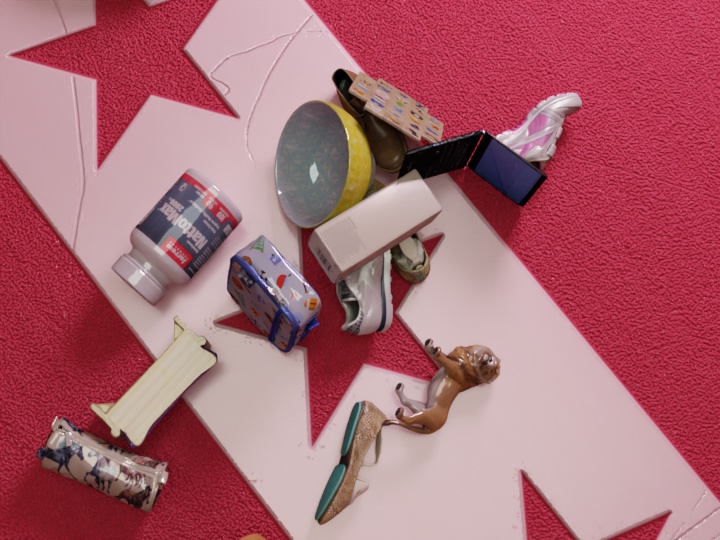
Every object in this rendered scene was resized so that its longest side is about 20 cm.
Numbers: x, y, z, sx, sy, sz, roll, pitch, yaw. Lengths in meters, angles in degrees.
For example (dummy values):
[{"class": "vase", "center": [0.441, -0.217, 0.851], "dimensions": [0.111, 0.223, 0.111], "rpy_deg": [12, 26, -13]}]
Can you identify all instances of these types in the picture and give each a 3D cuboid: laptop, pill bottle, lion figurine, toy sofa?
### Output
[{"class": "laptop", "center": [0.169, -0.143, 1.577], "dimensions": [0.197, 0.177, 0.105], "rpy_deg": [-16, 79, -7]}, {"class": "pill bottle", "center": [-0.290, -0.049, 1.564], "dimensions": [0.119, 0.120, 0.201], "rpy_deg": [39, 80, 5]}, {"class": "lion figurine", "center": [0.129, 0.190, 1.565], "dimensions": [0.122, 0.072, 0.201], "rpy_deg": [39, 86, -23]}, {"class": "toy sofa", "center": [-0.311, 0.175, 1.538], "dimensions": [0.097, 0.083, 0.200], "rpy_deg": [41, 79, 4]}]

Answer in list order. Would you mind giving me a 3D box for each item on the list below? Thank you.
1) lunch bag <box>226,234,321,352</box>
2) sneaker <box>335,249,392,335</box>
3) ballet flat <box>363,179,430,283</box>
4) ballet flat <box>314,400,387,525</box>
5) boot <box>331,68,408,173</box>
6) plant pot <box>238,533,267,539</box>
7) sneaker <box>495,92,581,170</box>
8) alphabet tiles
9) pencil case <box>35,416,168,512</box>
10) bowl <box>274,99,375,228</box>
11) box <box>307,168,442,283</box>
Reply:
[{"class": "lunch bag", "center": [-0.131, 0.042, 1.514], "dimensions": [0.075, 0.200, 0.161], "rpy_deg": [-39, 82, -18]}, {"class": "sneaker", "center": [0.000, 0.000, 1.578], "dimensions": [0.079, 0.076, 0.203], "rpy_deg": [-1, 78, -29]}, {"class": "ballet flat", "center": [0.052, -0.072, 1.614], "dimensions": [0.070, 0.071, 0.202], "rpy_deg": [-30, 82, -8]}, {"class": "ballet flat", "center": [-0.008, 0.304, 1.540], "dimensions": [0.065, 0.070, 0.203], "rpy_deg": [23, 82, -13]}, {"class": "boot", "center": [0.009, -0.244, 1.618], "dimensions": [0.073, 0.075, 0.201], "rpy_deg": [-35, 69, 13]}, {"class": "plant pot", "center": [-0.158, 0.482, 1.443], "dimensions": [0.200, 0.201, 0.140], "rpy_deg": [-41, 67, -10]}, {"class": "sneaker", "center": [0.293, -0.215, 1.653], "dimensions": [0.199, 0.081, 0.089], "rpy_deg": [-38, 84, -1]}, {"class": "alphabet tiles", "center": [0.060, -0.259, 1.593], "dimensions": [0.165, 0.200, 0.006], "rpy_deg": [31, 113, -6]}, {"class": "pencil case", "center": [-0.385, 0.294, 1.507], "dimensions": [0.198, 0.090, 0.078], "rpy_deg": [23, 55, 2]}, {"class": "bowl", "center": [-0.040, -0.164, 1.589], "dimensions": [0.107, 0.199, 0.203], "rpy_deg": [3, 76, -39]}, {"class": "box", "center": [0.022, -0.068, 1.534], "dimensions": [0.198, 0.068, 0.083], "rpy_deg": [-30, 81, -20]}]
